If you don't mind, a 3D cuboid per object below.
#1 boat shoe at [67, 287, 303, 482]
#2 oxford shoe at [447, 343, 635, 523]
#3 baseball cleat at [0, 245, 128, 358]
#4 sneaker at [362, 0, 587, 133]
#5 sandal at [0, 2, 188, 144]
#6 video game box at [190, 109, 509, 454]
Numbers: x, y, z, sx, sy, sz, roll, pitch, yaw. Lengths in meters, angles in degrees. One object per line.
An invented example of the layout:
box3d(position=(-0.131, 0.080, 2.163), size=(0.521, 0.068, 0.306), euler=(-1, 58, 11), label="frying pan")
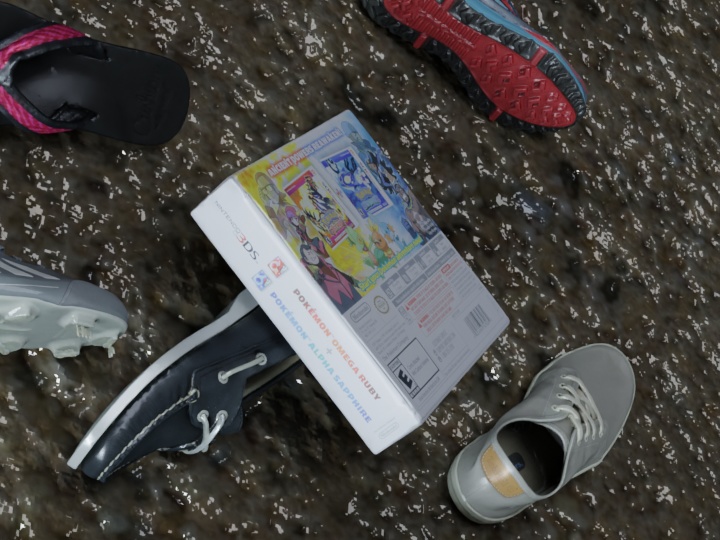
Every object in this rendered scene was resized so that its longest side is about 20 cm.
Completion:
box3d(position=(-0.089, 0.069, 1.044), size=(0.060, 0.076, 0.200), euler=(46, 48, 2), label="boat shoe")
box3d(position=(0.135, 0.105, 1.205), size=(0.200, 0.058, 0.075), euler=(-32, 84, -45), label="oxford shoe")
box3d(position=(-0.221, -0.011, 0.994), size=(0.199, 0.070, 0.107), euler=(10, 60, -33), label="baseball cleat")
box3d(position=(0.097, -0.188, 1.327), size=(0.200, 0.079, 0.096), euler=(39, 46, -13), label="sneaker")
box3d(position=(-0.183, -0.115, 1.070), size=(0.199, 0.045, 0.076), euler=(6, 100, -36), label="sandal")
box3d(position=(0.000, 0.000, 1.127), size=(0.183, 0.047, 0.200), euler=(55, 26, -1), label="video game box")
